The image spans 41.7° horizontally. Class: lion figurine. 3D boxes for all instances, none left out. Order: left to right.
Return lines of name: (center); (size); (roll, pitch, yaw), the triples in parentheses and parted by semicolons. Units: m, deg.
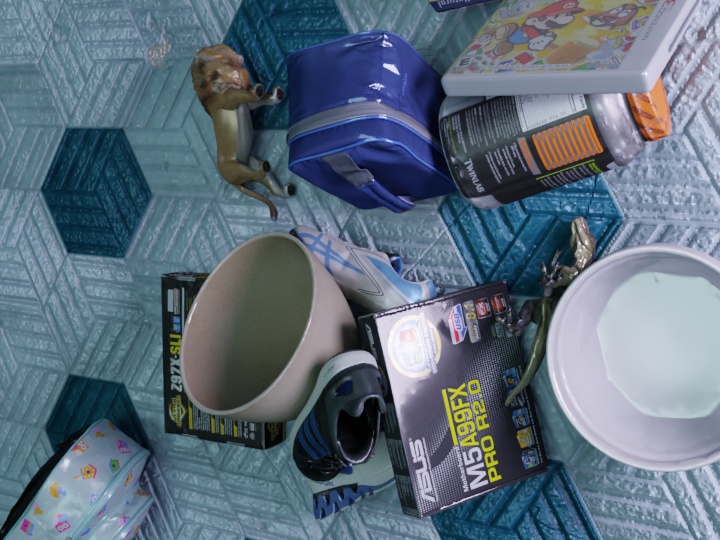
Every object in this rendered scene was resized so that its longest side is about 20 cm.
lion figurine: (-0.145, -0.162, 1.106); (0.121, 0.072, 0.205); (6, 102, 35)

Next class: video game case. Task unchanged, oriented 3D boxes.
video game case: (0.194, -0.218, 0.846); (0.197, 0.183, 0.023); (7, 137, 39)

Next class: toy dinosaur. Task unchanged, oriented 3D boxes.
toy dinosaur: (0.177, 0.037, 0.914); (0.047, 0.088, 0.203); (26, 89, 36)

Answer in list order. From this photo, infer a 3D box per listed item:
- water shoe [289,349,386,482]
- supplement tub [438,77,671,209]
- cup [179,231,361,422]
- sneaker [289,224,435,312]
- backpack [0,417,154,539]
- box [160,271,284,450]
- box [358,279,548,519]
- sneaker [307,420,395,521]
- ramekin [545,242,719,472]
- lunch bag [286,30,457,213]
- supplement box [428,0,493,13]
water shoe: (-0.025, 0.168, 0.947); (0.202, 0.070, 0.080); (105, 153, -43)
supplement tub: (0.184, -0.142, 0.897); (0.197, 0.122, 0.125); (-17, 87, 28)
cup: (-0.079, 0.080, 1.026); (0.198, 0.142, 0.204); (-22, 53, 32)
sneaker: (0.000, 0.000, 1.052); (0.198, 0.072, 0.073); (33, 69, 30)
backpack: (-0.353, 0.299, 1.210); (0.152, 0.176, 0.202); (32, 109, 4)
box: (-0.170, 0.107, 1.159); (0.157, 0.049, 0.205); (3, 97, 31)
box: (0.095, 0.126, 0.956); (0.044, 0.157, 0.204); (-16, 86, 65)
sneaker: (-0.003, 0.191, 1.057); (0.198, 0.080, 0.117); (-35, 81, 28)
ramekin: (0.280, 0.074, 0.876); (0.196, 0.105, 0.205); (3, 96, 28)
lunch bag: (0.016, -0.133, 0.954); (0.134, 0.199, 0.135); (-8, 73, 30)
supplement box: (0.121, -0.360, 0.845); (0.196, 0.199, 0.137); (-4, 70, 28)
